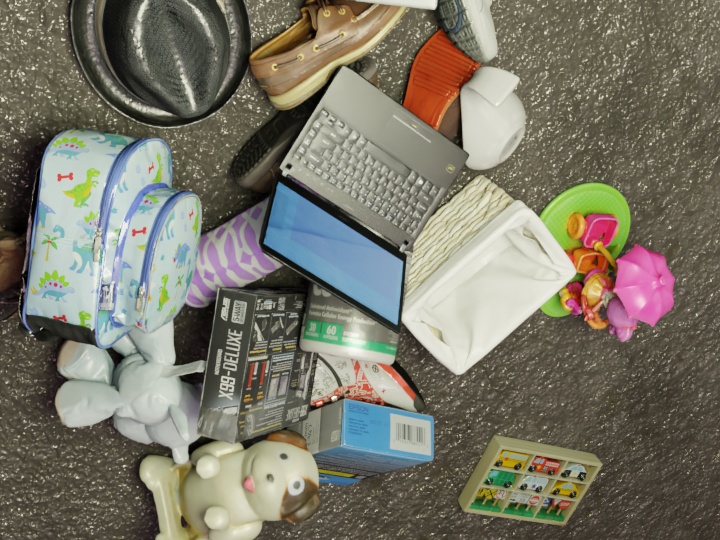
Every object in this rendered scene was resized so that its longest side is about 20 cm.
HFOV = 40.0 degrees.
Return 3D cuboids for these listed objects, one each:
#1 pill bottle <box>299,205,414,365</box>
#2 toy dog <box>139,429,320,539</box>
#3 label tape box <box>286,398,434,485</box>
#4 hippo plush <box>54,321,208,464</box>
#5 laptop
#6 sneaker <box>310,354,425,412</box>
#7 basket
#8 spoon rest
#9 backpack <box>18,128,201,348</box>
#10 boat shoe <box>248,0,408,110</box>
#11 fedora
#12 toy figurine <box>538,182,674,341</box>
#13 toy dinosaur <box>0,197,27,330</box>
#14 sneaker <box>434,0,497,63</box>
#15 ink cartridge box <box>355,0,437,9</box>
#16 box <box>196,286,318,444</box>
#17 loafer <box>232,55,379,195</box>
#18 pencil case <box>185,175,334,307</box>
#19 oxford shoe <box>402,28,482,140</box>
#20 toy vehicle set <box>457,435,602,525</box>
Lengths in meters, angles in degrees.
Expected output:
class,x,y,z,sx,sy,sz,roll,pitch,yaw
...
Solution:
class,x,y,z,sx,sy,sz,roll,pitch,yaw
pill bottle,0.000,0.000,1.125,0.112,0.113,0.202,12,84,-26
toy dog,-0.142,0.277,1.220,0.199,0.141,0.193,-25,151,29
label tape box,-0.020,0.229,1.298,0.143,0.064,0.200,16,153,-31
hippo plush,-0.233,0.128,1.141,0.198,0.161,0.161,3,157,20
laptop,0.010,-0.074,1.008,0.177,0.103,0.201,32,93,-22
sneaker,-0.010,0.142,1.271,0.108,0.067,0.201,-41,121,6
basket,0.136,0.001,1.211,0.200,0.124,0.136,-41,125,6
spoon rest,0.147,-0.176,1.113,0.100,0.061,0.200,-50,164,-6
backpack,-0.242,-0.037,0.996,0.146,0.183,0.202,8,101,7
boat shoe,-0.030,-0.253,1.032,0.200,0.072,0.068,-38,127,6
fedora,-0.188,-0.223,0.974,0.199,0.092,0.202,-9,121,-16
toy figurine,0.315,0.018,1.254,0.149,0.184,0.201,1,119,-22
toy dinosaur,-0.393,0.003,1.035,0.198,0.086,0.136,-4,127,-12
sneaker,0.115,-0.319,1.034,0.087,0.074,0.201,-24,110,-17
ink cartridge box,-0.015,-0.338,0.942,0.198,0.084,0.146,7,117,1
box,-0.105,0.100,1.116,0.049,0.200,0.159,11,94,20
loafer,-0.052,-0.156,1.087,0.200,0.073,0.071,-40,129,16
pencil case,-0.122,-0.032,1.084,0.199,0.084,0.086,-28,100,19
oxford shoe,0.092,-0.200,1.127,0.201,0.071,0.072,-59,155,8
toy vehicle set,0.258,0.321,1.501,0.199,0.027,0.125,14,112,-27
